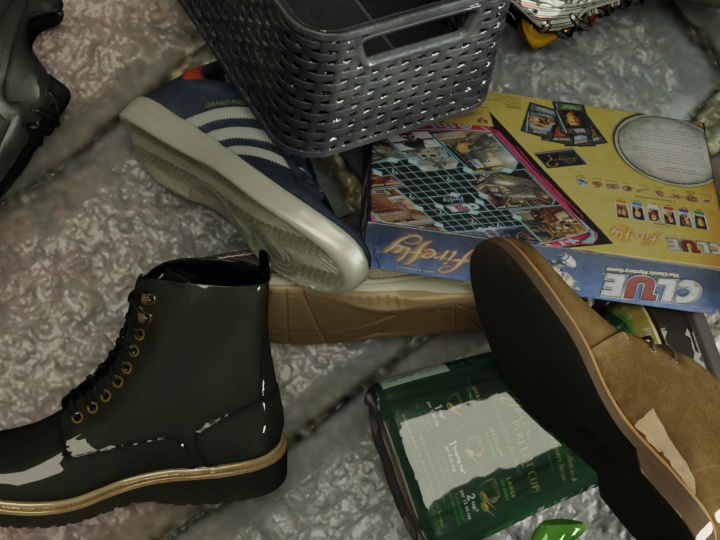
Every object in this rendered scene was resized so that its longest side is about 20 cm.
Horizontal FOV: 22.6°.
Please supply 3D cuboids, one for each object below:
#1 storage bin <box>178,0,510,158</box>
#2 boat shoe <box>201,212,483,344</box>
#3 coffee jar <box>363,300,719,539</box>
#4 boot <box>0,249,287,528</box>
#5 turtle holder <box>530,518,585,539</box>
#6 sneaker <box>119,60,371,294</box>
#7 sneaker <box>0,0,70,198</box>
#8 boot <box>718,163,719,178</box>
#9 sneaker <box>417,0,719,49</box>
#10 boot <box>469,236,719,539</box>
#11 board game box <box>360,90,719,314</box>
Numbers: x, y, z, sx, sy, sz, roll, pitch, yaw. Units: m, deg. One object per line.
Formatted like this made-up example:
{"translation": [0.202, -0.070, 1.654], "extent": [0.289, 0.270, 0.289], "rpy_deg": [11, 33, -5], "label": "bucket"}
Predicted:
{"translation": [-0.021, -0.172, 0.988], "extent": [0.135, 0.094, 0.200], "rpy_deg": [-19, 55, -23], "label": "storage bin"}
{"translation": [0.000, 0.000, 1.029], "extent": [0.200, 0.072, 0.065], "rpy_deg": [-2, 63, 0], "label": "boat shoe"}
{"translation": [0.110, 0.082, 1.012], "extent": [0.200, 0.085, 0.104], "rpy_deg": [-18, 83, -6], "label": "coffee jar"}
{"translation": [-0.140, 0.058, 0.975], "extent": [0.200, 0.077, 0.138], "rpy_deg": [-7, 116, -16], "label": "boot"}
{"translation": [0.109, 0.214, 0.967], "extent": [0.185, 0.141, 0.132], "rpy_deg": [5, 97, -8], "label": "turtle holder"}
{"translation": [-0.048, -0.062, 0.994], "extent": [0.085, 0.075, 0.200], "rpy_deg": [-39, 51, -18], "label": "sneaker"}
{"translation": [-0.213, -0.080, 1.022], "extent": [0.091, 0.076, 0.200], "rpy_deg": [7, 83, -10], "label": "sneaker"}
{"translation": [0.290, -0.021, 1.030], "extent": [0.200, 0.075, 0.107], "rpy_deg": [5, 61, -31], "label": "boot"}
{"translation": [0.127, -0.167, 1.063], "extent": [0.200, 0.078, 0.082], "rpy_deg": [4, 85, 6], "label": "sneaker"}
{"translation": [0.134, 0.056, 0.949], "extent": [0.075, 0.074, 0.200], "rpy_deg": [-37, 91, -26], "label": "boot"}
{"translation": [0.101, -0.045, 1.014], "extent": [0.200, 0.035, 0.136], "rpy_deg": [8, 42, -5], "label": "board game box"}
